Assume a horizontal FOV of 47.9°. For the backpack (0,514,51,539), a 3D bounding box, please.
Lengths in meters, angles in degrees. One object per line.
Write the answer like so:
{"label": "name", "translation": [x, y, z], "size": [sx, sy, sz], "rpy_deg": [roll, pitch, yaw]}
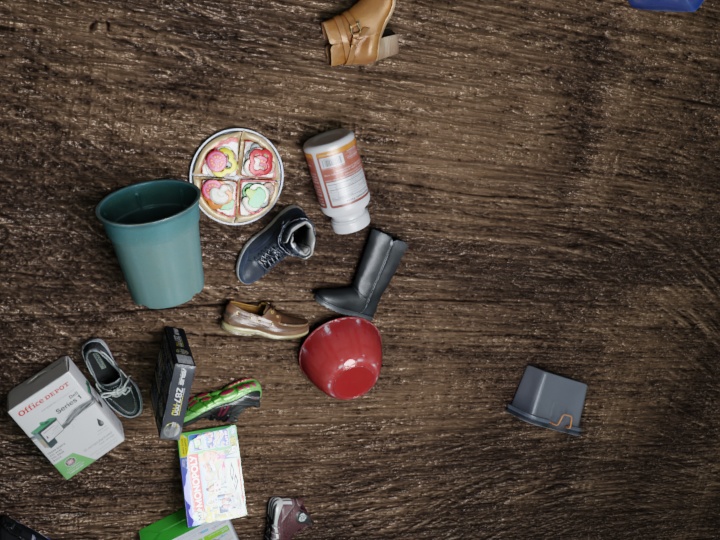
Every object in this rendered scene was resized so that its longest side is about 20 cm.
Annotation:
{"label": "backpack", "translation": [-0.689, 0.632, 1.706], "size": [0.199, 0.163, 0.154], "rpy_deg": [28, 105, -34]}

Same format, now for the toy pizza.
{"label": "toy pizza", "translation": [-0.251, -0.189, 1.666], "size": [0.198, 0.032, 0.203], "rpy_deg": [-7, 110, -20]}

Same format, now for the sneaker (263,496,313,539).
{"label": "sneaker", "translation": [-0.170, 0.640, 1.958], "size": [0.114, 0.076, 0.203], "rpy_deg": [1, 107, -26]}

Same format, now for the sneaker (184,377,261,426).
{"label": "sneaker", "translation": [-0.308, 0.307, 1.786], "size": [0.198, 0.077, 0.085], "rpy_deg": [-18, 110, -15]}

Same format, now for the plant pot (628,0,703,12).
{"label": "plant pot", "translation": [0.672, -0.703, 1.768], "size": [0.179, 0.200, 0.201], "rpy_deg": [34, 92, -33]}

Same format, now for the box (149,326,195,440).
{"label": "box", "translation": [-0.386, 0.226, 1.656], "size": [0.049, 0.200, 0.163], "rpy_deg": [12, 103, -23]}

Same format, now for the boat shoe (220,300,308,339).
{"label": "boat shoe", "translation": [-0.202, 0.105, 1.763], "size": [0.198, 0.072, 0.068], "rpy_deg": [7, 107, -21]}

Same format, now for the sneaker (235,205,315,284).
{"label": "sneaker", "translation": [-0.175, -0.038, 1.686], "size": [0.077, 0.146, 0.203], "rpy_deg": [39, 92, -30]}

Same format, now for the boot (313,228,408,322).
{"label": "boot", "translation": [0.001, 0.000, 1.813], "size": [0.164, 0.066, 0.202], "rpy_deg": [19, 103, -35]}

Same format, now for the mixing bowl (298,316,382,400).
{"label": "mixing bowl", "translation": [-0.030, 0.216, 1.822], "size": [0.197, 0.109, 0.202], "rpy_deg": [-11, 130, -14]}

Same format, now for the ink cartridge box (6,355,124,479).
{"label": "ink cartridge box", "translation": [-0.602, 0.300, 1.658], "size": [0.145, 0.084, 0.201], "rpy_deg": [-34, 117, -9]}

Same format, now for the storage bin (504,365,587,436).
{"label": "storage bin", "translation": [0.496, 0.335, 2.099], "size": [0.198, 0.145, 0.136], "rpy_deg": [17, 91, -26]}

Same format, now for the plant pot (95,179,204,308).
{"label": "plant pot", "translation": [-0.392, -0.046, 1.576], "size": [0.198, 0.200, 0.198], "rpy_deg": [-14, 120, -17]}

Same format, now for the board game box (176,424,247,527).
{"label": "board game box", "translation": [-0.331, 0.454, 1.801], "size": [0.133, 0.029, 0.203], "rpy_deg": [-6, 81, -21]}

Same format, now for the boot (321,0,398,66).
{"label": "boot", "translation": [-0.007, -0.516, 1.635], "size": [0.153, 0.074, 0.203], "rpy_deg": [-14, 110, -13]}

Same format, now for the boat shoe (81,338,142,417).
{"label": "boat shoe", "translation": [-0.511, 0.233, 1.682], "size": [0.073, 0.068, 0.201], "rpy_deg": [-24, 115, -12]}

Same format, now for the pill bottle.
{"label": "pill bottle", "translation": [-0.043, -0.186, 1.708], "size": [0.111, 0.112, 0.202], "rpy_deg": [-22, 115, -14]}

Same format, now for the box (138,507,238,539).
{"label": "box", "translation": [-0.378, 0.642, 1.859], "size": [0.198, 0.097, 0.178], "rpy_deg": [-25, 116, -13]}
